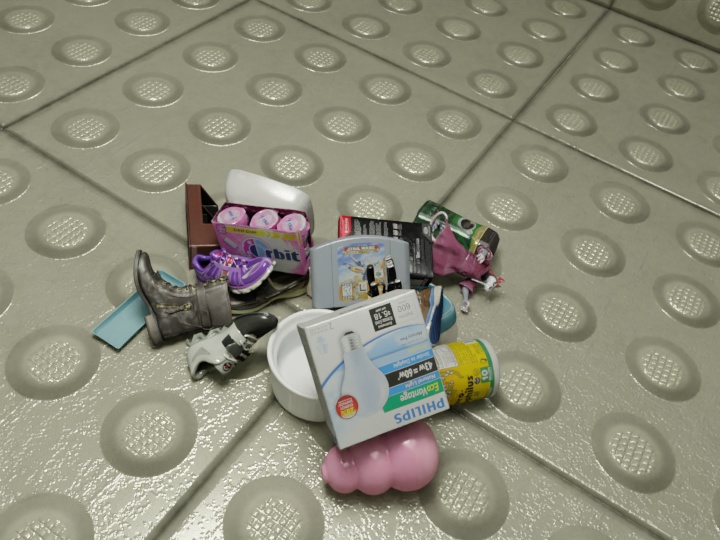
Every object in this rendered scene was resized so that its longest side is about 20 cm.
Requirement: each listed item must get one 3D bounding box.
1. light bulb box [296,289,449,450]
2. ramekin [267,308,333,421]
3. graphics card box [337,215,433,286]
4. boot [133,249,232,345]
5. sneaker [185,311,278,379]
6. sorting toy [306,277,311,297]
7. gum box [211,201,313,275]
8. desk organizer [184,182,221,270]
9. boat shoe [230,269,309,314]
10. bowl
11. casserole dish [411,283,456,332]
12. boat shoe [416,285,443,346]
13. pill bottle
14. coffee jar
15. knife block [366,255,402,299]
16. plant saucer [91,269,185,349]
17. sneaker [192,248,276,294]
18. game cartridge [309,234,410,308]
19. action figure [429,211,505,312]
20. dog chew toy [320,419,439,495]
[{"bbox_3d":[0.017,0.156,1.136,0.195,0.125,0.204,-18,92,-10],"label":"light bulb box"},{"bbox_3d":[-0.078,0.180,1.283,0.196,0.099,0.203,6,46,-6],"label":"ramekin"},{"bbox_3d":[0.050,-0.040,1.410,0.195,0.051,0.128,4,65,-10],"label":"graphics card box"},{"bbox_3d":[-0.337,0.040,1.333,0.171,0.069,0.204,-16,89,-10],"label":"boot"},{"bbox_3d":[-0.233,0.144,1.269,0.197,0.074,0.090,-25,54,19],"label":"sneaker"},{"bbox_3d":[0.018,0.009,1.459,0.178,0.108,0.200,33,50,17],"label":"sorting toy"},{"bbox_3d":[-0.189,-0.065,1.396,0.196,0.115,0.067,8,46,18],"label":"gum box"},{"bbox_3d":[-0.343,-0.100,1.513,0.075,0.072,0.202,-2,48,-16],"label":"desk organizer"},{"bbox_3d":[-0.196,0.030,1.423,0.197,0.065,0.074,-20,55,-26],"label":"boat shoe"},{"bbox_3d":[-0.203,-0.118,1.484,0.196,0.201,0.076,20,66,7],"label":"bowl"},{"bbox_3d":[0.118,0.089,1.449,0.198,0.039,0.121,-25,57,-31],"label":"casserole dish"},{"bbox_3d":[0.122,0.092,1.360,0.071,0.074,0.200,-3,18,13],"label":"boat shoe"},{"bbox_3d":[0.154,0.199,1.300,0.196,0.114,0.114,-7,48,-18],"label":"pill bottle"},{"bbox_3d":[0.219,-0.080,1.592,0.197,0.087,0.104,27,36,14],"label":"coffee jar"},{"bbox_3d":[0.047,0.073,1.299,0.063,0.200,0.180,-6,81,-2],"label":"knife block"},{"bbox_3d":[-0.435,0.077,1.365,0.069,0.019,0.200,27,47,14],"label":"plant saucer"},{"bbox_3d":[-0.260,-0.005,1.378,0.196,0.084,0.081,-4,37,28],"label":"sneaker"},{"bbox_3d":[0.000,0.000,1.337,0.195,0.136,0.042,-4,13,-9],"label":"game cartridge"},{"bbox_3d":[0.223,-0.013,1.507,0.197,0.135,0.150,27,27,-11],"label":"action figure"},{"bbox_3d":[0.030,0.320,1.164,0.196,0.126,0.126,-12,49,-11],"label":"dog chew toy"}]
